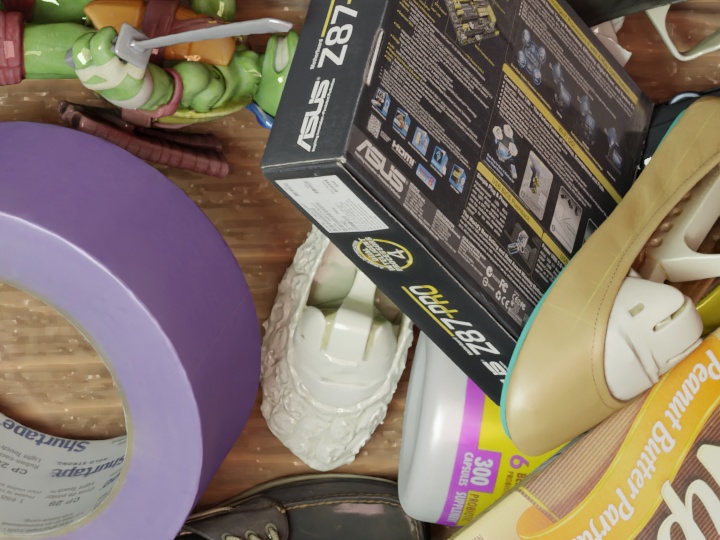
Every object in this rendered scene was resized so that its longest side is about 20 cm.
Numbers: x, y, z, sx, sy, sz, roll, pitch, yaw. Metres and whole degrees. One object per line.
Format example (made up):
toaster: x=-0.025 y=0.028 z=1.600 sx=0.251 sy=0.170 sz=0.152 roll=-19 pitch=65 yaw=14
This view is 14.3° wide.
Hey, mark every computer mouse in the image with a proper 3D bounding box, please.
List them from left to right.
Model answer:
computer mouse: x=0.174 y=-0.090 z=1.317 sx=0.200 sy=0.059 sz=0.034 roll=-39 pitch=91 yaw=14

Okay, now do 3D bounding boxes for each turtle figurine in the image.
turtle figurine: x=-0.110 y=-0.134 z=1.265 sx=0.193 sy=0.200 sz=0.144 roll=5 pitch=70 yaw=2

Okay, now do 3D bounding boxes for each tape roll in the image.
tape roll: x=-0.150 y=0.041 z=1.278 sx=0.199 sy=0.085 sz=0.201 roll=8 pitch=119 yaw=15

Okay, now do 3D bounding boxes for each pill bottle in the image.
pill bottle: x=0.122 y=0.077 z=1.328 sx=0.199 sy=0.104 sz=0.105 roll=8 pitch=98 yaw=-4

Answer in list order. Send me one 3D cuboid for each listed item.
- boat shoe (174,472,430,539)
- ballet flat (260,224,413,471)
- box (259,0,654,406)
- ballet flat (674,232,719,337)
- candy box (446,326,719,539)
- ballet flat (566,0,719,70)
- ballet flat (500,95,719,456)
boat shoe: x=-0.063 y=0.146 z=1.344 sx=0.199 sy=0.073 sz=0.075 roll=-13 pitch=99 yaw=-1
ballet flat: x=0.000 y=0.000 z=1.331 sx=0.072 sy=0.072 sz=0.201 roll=16 pitch=98 yaw=-5
box: x=0.047 y=-0.058 z=1.225 sx=0.200 sy=0.049 sz=0.162 roll=43 pitch=54 yaw=-43
ballet flat: x=0.190 y=-0.020 z=1.315 sx=0.200 sy=0.067 sz=0.067 roll=-51 pitch=117 yaw=-20
candy box: x=0.112 y=0.130 z=1.234 sx=0.200 sy=0.055 sz=0.116 roll=-37 pitch=87 yaw=-13
ballet flat: x=0.127 y=-0.125 z=1.319 sx=0.199 sy=0.068 sz=0.069 roll=-12 pitch=107 yaw=-1
ballet flat: x=0.129 y=0.000 z=1.224 sx=0.200 sy=0.063 sz=0.069 roll=-56 pitch=138 yaw=-27
